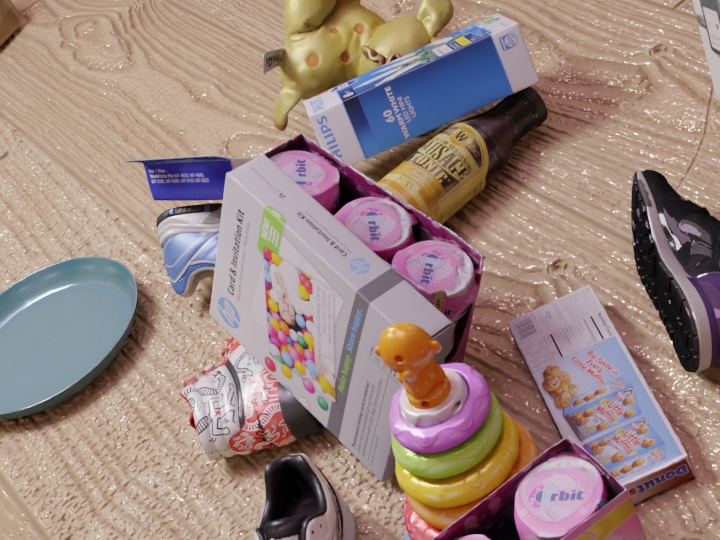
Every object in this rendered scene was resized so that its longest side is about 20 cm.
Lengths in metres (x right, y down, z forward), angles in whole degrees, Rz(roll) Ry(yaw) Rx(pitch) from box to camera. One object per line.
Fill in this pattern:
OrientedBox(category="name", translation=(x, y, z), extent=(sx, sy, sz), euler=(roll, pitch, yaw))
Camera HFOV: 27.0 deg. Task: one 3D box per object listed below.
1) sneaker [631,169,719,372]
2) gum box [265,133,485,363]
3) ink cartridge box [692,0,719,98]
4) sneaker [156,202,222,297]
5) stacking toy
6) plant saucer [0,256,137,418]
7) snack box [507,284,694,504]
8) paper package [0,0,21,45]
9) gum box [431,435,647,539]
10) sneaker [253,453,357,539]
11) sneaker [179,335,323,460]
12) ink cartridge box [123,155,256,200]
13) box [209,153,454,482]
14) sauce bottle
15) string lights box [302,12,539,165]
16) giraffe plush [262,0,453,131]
OrientedBox(category="sneaker", translation=(0.258, -0.004, 1.105), extent=(0.086, 0.076, 0.201), euler=(-9, 41, -2))
OrientedBox(category="gum box", translation=(0.000, 0.000, 1.140), extent=(0.199, 0.114, 0.066), euler=(35, 49, 26))
OrientedBox(category="ink cartridge box", translation=(0.346, -0.237, 1.206), extent=(0.145, 0.201, 0.084), euler=(-31, 39, -6))
OrientedBox(category="sneaker", translation=(-0.082, -0.021, 1.334), extent=(0.197, 0.076, 0.078), euler=(-6, 80, 11))
OrientedBox(category="stacking toy", translation=(0.056, 0.105, 0.971), extent=(0.115, 0.201, 0.110), euler=(-6, 41, 27))
OrientedBox(category="plant saucer", translation=(-0.290, 0.065, 1.380), extent=(0.198, 0.028, 0.201), euler=(-16, 38, 13))
OrientedBox(category="snack box", translation=(0.167, 0.088, 1.072), extent=(0.071, 0.024, 0.201), euler=(-24, 36, 3))
OrientedBox(category="paper package", translation=(-0.573, -0.291, 1.922), extent=(0.189, 0.104, 0.201), euler=(2, 46, 35))
OrientedBox(category="gum box", translation=(0.081, 0.210, 0.902), extent=(0.199, 0.114, 0.066), euler=(-35, 37, -11))
OrientedBox(category="sneaker", translation=(-0.045, 0.211, 1.003), extent=(0.075, 0.088, 0.201), euler=(-17, 39, 9))
OrientedBox(category="sneaker", translation=(-0.095, 0.068, 1.222), extent=(0.107, 0.068, 0.202), euler=(-19, 40, 7))
OrientedBox(category="ink cartridge box", translation=(-0.114, -0.083, 1.343), extent=(0.098, 0.040, 0.199), euler=(0, 3, 31))
OrientedBox(category="box", translation=(-0.027, 0.034, 1.084), extent=(0.041, 0.157, 0.200), euler=(-30, 60, -33))
OrientedBox(category="sauce bottle", translation=(0.083, -0.093, 1.307), extent=(0.200, 0.066, 0.066), euler=(-42, 39, -23))
OrientedBox(category="string lights box", translation=(0.051, -0.159, 1.339), extent=(0.198, 0.059, 0.103), euler=(-24, 15, 0))
OrientedBox(category="giraffe plush", translation=(0.009, -0.216, 1.448), extent=(0.160, 0.174, 0.201), euler=(9, 34, 10))
